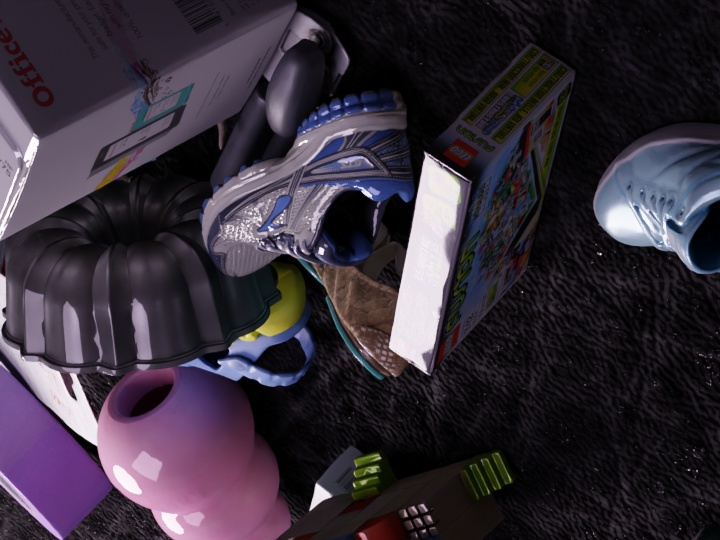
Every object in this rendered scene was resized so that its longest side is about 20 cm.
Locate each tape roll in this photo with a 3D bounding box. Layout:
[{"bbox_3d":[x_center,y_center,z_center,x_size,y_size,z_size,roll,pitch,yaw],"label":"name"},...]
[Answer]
[{"bbox_3d":[-0.302,0.137,2.176,0.200,0.066,0.200,44,169,10],"label":"tape roll"}]

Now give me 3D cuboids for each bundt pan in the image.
[{"bbox_3d":[-0.158,-0.007,1.775,0.201,0.201,0.076,15,124,39],"label":"bundt pan"}]

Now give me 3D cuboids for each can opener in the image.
[{"bbox_3d":[-0.061,-0.095,1.665,0.053,0.067,0.200,43,142,9],"label":"can opener"}]

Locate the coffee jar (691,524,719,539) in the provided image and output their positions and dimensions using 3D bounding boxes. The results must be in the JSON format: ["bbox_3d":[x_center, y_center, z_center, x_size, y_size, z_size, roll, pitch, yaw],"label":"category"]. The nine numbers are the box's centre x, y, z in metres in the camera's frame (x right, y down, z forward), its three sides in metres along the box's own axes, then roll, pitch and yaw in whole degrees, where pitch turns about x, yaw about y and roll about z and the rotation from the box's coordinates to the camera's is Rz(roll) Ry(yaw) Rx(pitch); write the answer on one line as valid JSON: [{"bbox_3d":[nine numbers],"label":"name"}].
[{"bbox_3d":[0.276,0.264,1.662,0.199,0.104,0.086,36,151,13],"label":"coffee jar"}]

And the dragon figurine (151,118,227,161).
[{"bbox_3d":[-0.150,-0.116,1.756,0.199,0.059,0.100,28,146,27],"label":"dragon figurine"}]

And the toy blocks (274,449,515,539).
[{"bbox_3d":[0.003,0.200,1.820,0.199,0.137,0.100,-19,100,38],"label":"toy blocks"}]

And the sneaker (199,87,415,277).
[{"bbox_3d":[-0.034,-0.035,1.636,0.200,0.077,0.086,-40,63,46],"label":"sneaker"}]

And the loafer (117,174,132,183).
[{"bbox_3d":[-0.194,-0.011,1.919,0.069,0.075,0.201,29,146,32],"label":"loafer"}]

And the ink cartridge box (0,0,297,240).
[{"bbox_3d":[-0.173,-0.146,1.585,0.147,0.199,0.146,54,151,11],"label":"ink cartridge box"}]

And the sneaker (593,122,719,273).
[{"bbox_3d":[0.188,-0.035,1.429,0.074,0.082,0.200,54,148,-15],"label":"sneaker"}]

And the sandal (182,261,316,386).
[{"bbox_3d":[-0.110,0.051,1.873,0.199,0.080,0.087,-3,137,36],"label":"sandal"}]

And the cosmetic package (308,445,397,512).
[{"bbox_3d":[0.045,0.243,1.963,0.200,0.052,0.151,37,146,13],"label":"cosmetic package"}]

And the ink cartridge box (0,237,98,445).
[{"bbox_3d":[-0.260,0.037,2.041,0.200,0.047,0.161,32,149,45],"label":"ink cartridge box"}]

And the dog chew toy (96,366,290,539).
[{"bbox_3d":[-0.121,0.160,2.001,0.124,0.125,0.201,10,142,44],"label":"dog chew toy"}]

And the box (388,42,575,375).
[{"bbox_3d":[0.071,-0.034,1.542,0.035,0.110,0.201,33,148,17],"label":"box"}]

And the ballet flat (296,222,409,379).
[{"bbox_3d":[0.000,0.000,1.697,0.070,0.065,0.200,43,-173,-39],"label":"ballet flat"}]
